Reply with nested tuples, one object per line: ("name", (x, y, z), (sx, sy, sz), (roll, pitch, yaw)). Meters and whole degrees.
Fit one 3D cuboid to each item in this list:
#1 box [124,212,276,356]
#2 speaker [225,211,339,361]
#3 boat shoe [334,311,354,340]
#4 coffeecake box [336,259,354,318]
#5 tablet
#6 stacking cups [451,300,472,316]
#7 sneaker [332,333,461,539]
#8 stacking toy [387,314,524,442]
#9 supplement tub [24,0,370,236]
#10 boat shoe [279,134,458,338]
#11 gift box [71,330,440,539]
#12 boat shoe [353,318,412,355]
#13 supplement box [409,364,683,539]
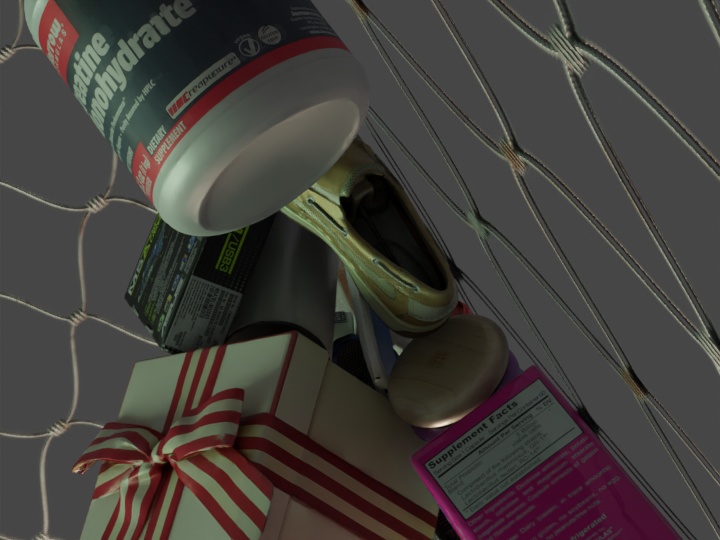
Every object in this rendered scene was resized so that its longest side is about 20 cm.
("box", (-0.097, -0.047, 1.725), (0.047, 0.201, 0.193), (21, -176, -13))
("speaker", (-0.054, -0.003, 1.752), (0.201, 0.081, 0.081), (-87, -28, -47))
("boat shoe", (-0.025, 0.132, 1.803), (0.071, 0.063, 0.202), (137, 125, -88))
("coffeecake box", (-0.008, 0.072, 1.932), (0.153, 0.073, 0.201), (0, -113, -79))
("tablet", (0.000, 0.000, 1.671), (0.130, 0.014, 0.201), (68, -172, -62))
("stacking cups", (0.096, 0.101, 1.693), (0.201, 0.060, 0.061), (63, 172, -30))
("sneaker", (0.043, 0.127, 1.716), (0.201, 0.075, 0.078), (55, 165, 3))
("stacking toy", (0.100, 0.121, 1.629), (0.200, 0.085, 0.085), (52, 178, -34))
("supplement tub", (-0.100, -0.133, 1.408), (0.200, 0.140, 0.140), (53, 175, 18))
("boat shoe", (-0.005, -0.052, 1.573), (0.200, 0.072, 0.076), (47, 160, 10))
("gift box", (-0.068, 0.160, 1.598), (0.184, 0.201, 0.186), (-18, 139, 42))
("boat shoe", (0.025, 0.039, 1.825), (0.071, 0.069, 0.200), (54, 175, 12))
("supplement box", (0.130, 0.169, 1.489), (0.200, 0.103, 0.101), (53, 177, 42))
